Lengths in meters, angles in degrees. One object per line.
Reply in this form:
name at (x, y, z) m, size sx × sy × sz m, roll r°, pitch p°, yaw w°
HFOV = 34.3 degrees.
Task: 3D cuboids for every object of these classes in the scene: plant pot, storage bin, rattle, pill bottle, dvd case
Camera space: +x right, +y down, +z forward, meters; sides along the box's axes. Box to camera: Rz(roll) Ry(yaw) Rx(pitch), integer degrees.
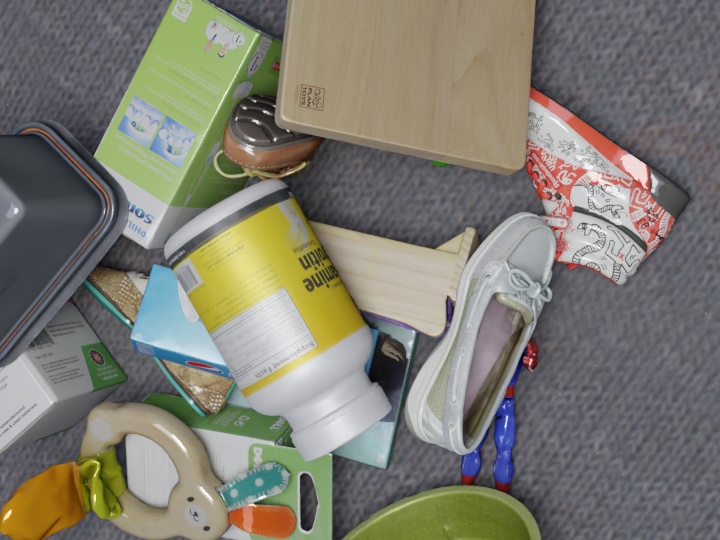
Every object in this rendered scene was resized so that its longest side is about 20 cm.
plant pot at (0.080, 0.315, 0.951) m, size 0.198 × 0.201 × 0.191 m, roll -17°, pitch 115°, yaw 14°
storage bin at (-0.307, -0.026, 0.912) m, size 0.146 × 0.134 × 0.200 m, roll 45°, pitch 101°, yaw 9°
rattle at (-0.168, 0.195, 0.965) m, size 0.199 × 0.143 × 0.131 m, roll 26°, pitch 99°, yaw 15°
pill bottle at (-0.059, 0.040, 0.902) m, size 0.111 × 0.112 × 0.201 m, roll -30°, pitch 90°, yaw 14°
dvd case at (-0.053, 0.084, 1.060) m, size 0.198 × 0.022 × 0.148 m, roll 15°, pitch 96°, yaw 15°

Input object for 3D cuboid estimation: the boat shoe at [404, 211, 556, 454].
boat shoe at (0.107, 0.049, 0.918) m, size 0.065 × 0.074 × 0.203 m, roll 14°, pitch 69°, yaw 53°

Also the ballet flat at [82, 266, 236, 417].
ballet flat at (-0.178, 0.048, 1.065) m, size 0.065 × 0.071 × 0.200 m, roll -44°, pitch 69°, yaw -8°

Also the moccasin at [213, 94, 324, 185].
moccasin at (-0.074, -0.104, 0.963) m, size 0.073 × 0.201 × 0.078 m, roll 27°, pitch 105°, yaw -3°

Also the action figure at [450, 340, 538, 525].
action figure at (0.111, 0.124, 0.984) m, size 0.065 × 0.099 × 0.202 m, roll 9°, pitch 92°, yaw 13°

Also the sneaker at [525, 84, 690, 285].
sneaker at (0.163, -0.073, 0.973) m, size 0.201 × 0.067 × 0.108 m, roll 35°, pitch 98°, yaw 8°

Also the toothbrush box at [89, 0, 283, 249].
toothbrush box at (-0.142, -0.125, 1.008) m, size 0.086 × 0.146 × 0.201 m, roll 30°, pitch 100°, yaw 11°

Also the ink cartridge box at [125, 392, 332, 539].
ink cartridge box at (-0.110, 0.182, 1.047) m, size 0.198 × 0.059 × 0.105 m, roll 7°, pitch 108°, yaw 16°

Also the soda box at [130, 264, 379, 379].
soda box at (-0.090, 0.059, 0.988) m, size 0.198 × 0.064 × 0.068 m, roll 17°, pitch 75°, yaw -4°

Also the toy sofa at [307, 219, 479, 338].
toy sofa at (0.000, 0.000, 0.999) m, size 0.198 × 0.083 × 0.099 m, roll 13°, pitch 76°, yaw 13°

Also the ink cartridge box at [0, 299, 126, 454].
ink cartridge box at (-0.327, 0.053, 1.064) m, size 0.084 × 0.145 × 0.201 m, roll -39°, pitch 83°, yaw 12°

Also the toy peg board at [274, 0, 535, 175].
toy peg board at (0.028, -0.181, 0.934) m, size 0.197 × 0.098 × 0.202 m, roll 9°, pitch 76°, yaw -17°
